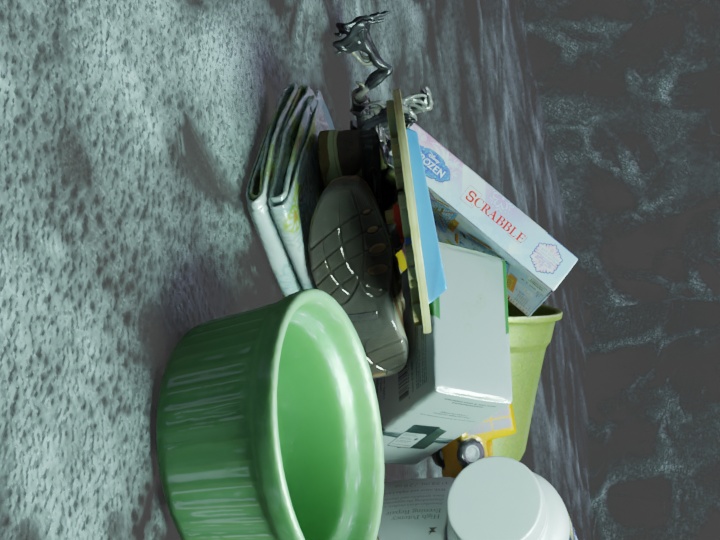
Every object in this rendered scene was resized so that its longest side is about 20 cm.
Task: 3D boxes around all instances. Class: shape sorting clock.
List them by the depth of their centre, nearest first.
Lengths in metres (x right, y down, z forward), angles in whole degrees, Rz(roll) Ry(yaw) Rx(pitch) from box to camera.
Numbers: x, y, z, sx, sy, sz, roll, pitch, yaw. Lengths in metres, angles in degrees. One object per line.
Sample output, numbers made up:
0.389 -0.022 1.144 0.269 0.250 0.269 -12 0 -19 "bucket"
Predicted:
0.040 -0.048 1.020 0.200 0.039 0.204 -12 90 -88 "shape sorting clock"

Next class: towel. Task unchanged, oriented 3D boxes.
-0.046 -0.045 1.125 0.173 0.047 0.202 -77 155 -44 "towel"

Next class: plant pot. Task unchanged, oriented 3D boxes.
0.142 0.135 1.509 0.200 0.197 0.188 -14 109 -74 "plant pot"

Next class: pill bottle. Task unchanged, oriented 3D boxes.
0.147 0.260 1.182 0.201 0.118 0.121 62 26 -55 "pill bottle"

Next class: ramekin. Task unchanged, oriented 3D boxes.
-0.062 0.120 0.869 0.200 0.096 0.204 -9 90 -70 "ramekin"

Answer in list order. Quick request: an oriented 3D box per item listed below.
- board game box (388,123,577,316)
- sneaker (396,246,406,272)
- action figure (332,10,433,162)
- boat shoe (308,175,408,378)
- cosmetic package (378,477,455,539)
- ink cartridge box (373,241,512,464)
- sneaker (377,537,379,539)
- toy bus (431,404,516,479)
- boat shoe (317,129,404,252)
0.114 -0.044 1.217 0.199 0.041 0.200 40 -6 6 "board game box"
0.033 0.006 1.351 0.200 0.074 0.091 49 38 -50 "sneaker"
0.031 -0.181 1.363 0.119 0.100 0.203 -84 162 -74 "action figure"
0.000 0.000 1.077 0.072 0.074 0.202 -80 165 -53 "boat shoe"
0.042 0.289 1.192 0.201 0.100 0.075 -67 145 -64 "cosmetic package"
0.060 0.086 1.175 0.200 0.082 0.149 136 -40 -55 "ink cartridge box"
-0.023 0.194 1.098 0.076 0.069 0.204 160 -77 -81 "sneaker"
0.109 0.118 1.282 0.065 0.077 0.204 -17 -97 64 "toy bus"
0.015 -0.066 1.143 0.200 0.064 0.074 52 35 -62 "boat shoe"
